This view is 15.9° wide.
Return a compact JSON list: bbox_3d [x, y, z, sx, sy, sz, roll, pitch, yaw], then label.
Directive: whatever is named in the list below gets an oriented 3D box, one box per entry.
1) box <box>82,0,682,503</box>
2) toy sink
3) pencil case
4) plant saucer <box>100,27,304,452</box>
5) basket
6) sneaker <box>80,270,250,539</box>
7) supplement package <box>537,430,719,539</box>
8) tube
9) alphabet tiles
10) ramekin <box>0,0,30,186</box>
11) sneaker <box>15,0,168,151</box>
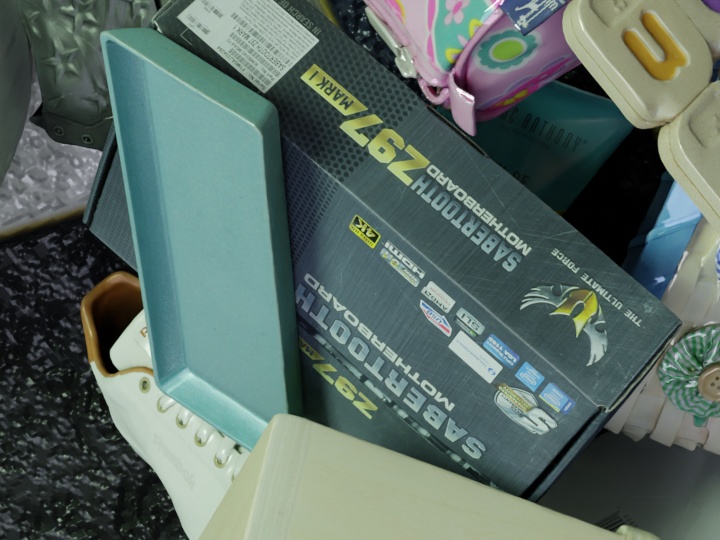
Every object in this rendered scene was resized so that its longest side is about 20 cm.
[{"bbox_3d":[0.000,0.000,0.902,0.200,0.051,0.158,42,153,5],"label":"box"},{"bbox_3d":[0.034,0.150,0.891,0.200,0.112,0.130,20,141,-8],"label":"toy sink"},{"bbox_3d":[0.007,-0.139,0.881,0.200,0.087,0.087,51,124,21],"label":"pencil case"},{"bbox_3d":[-0.050,-0.004,0.890,0.070,0.019,0.200,32,151,24],"label":"plant saucer"},{"bbox_3d":[0.111,-0.029,0.944,0.200,0.139,0.177,24,120,9],"label":"basket"},{"bbox_3d":[-0.057,0.060,1.008,0.073,0.200,0.085,-38,127,-17],"label":"sneaker"},{"bbox_3d":[0.157,0.162,1.024,0.120,0.121,0.200,-28,123,-8],"label":"supplement package"},{"bbox_3d":[0.029,-0.002,1.037,0.077,0.050,0.200,18,122,-25],"label":"tube"},{"bbox_3d":[0.148,-0.098,0.861,0.196,0.200,0.015,50,143,-6],"label":"alphabet tiles"},{"bbox_3d":[-0.227,-0.071,1.015,0.200,0.098,0.201,5,121,9],"label":"ramekin"},{"bbox_3d":[-0.080,-0.063,1.015,0.104,0.060,0.200,-3,116,15],"label":"sneaker"}]
